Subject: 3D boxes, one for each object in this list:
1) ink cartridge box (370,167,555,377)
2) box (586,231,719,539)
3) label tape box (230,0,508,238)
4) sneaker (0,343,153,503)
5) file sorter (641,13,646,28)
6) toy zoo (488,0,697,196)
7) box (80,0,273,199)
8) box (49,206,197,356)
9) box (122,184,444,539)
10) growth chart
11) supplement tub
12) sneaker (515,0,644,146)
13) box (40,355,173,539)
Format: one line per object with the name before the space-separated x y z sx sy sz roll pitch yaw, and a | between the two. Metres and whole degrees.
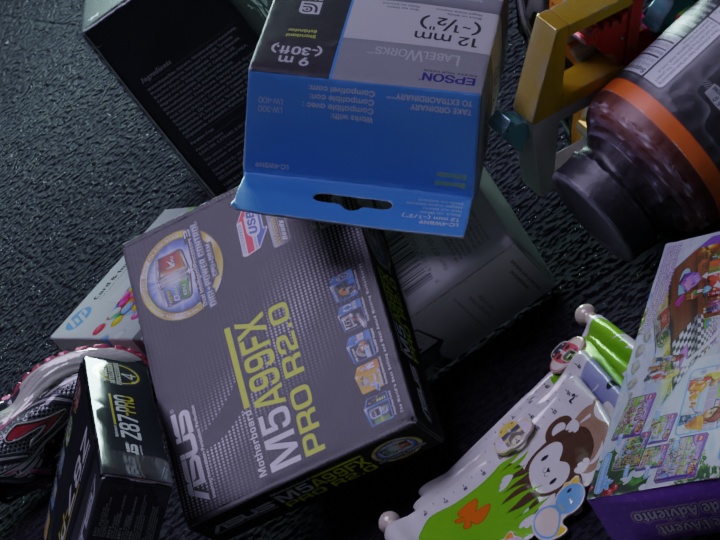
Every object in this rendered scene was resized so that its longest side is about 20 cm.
ink cartridge box | 0.000 0.000 1.383 0.199 0.086 0.147 -37 58 11
box | 0.204 0.048 1.108 0.136 0.039 0.201 -14 34 33
label tape box | 0.009 -0.111 1.310 0.142 0.066 0.201 7 40 7
sneaker | -0.238 0.125 1.628 0.199 0.081 0.075 -30 60 -1
file sorter | 0.240 -0.234 1.459 0.138 0.126 0.201 -17 32 41
toy zoo | 0.160 -0.125 1.324 0.199 0.132 0.020 -28 51 -27
box | -0.135 -0.196 1.869 0.124 0.197 0.200 -35 24 12
box | -0.140 0.012 1.704 0.156 0.041 0.199 -50 24 -25
box | -0.050 0.042 1.316 0.159 0.044 0.201 -24 61 16
growth chart | 0.094 0.107 1.215 0.200 0.018 0.145 -45 24 -8
supplement tub | 0.209 -0.097 1.291 0.200 0.107 0.107 -43 23 -5
sneaker | 0.141 -0.141 1.374 0.078 0.201 0.077 -38 53 -15
box | -0.162 0.176 1.307 0.161 0.049 0.201 -117 40 -64
